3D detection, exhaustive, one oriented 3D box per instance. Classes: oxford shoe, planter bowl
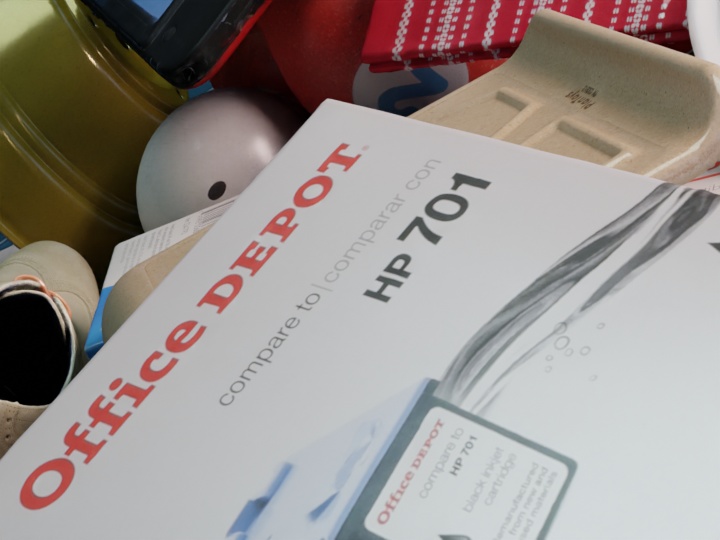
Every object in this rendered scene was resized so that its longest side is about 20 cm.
[{"bbox_3d":[-0.133,0.032,0.780,0.074,0.070,0.201,-61,13,26],"label":"oxford shoe"},{"bbox_3d":[-0.143,-0.090,0.939,0.083,0.201,0.201,-36,15,14],"label":"planter bowl"}]

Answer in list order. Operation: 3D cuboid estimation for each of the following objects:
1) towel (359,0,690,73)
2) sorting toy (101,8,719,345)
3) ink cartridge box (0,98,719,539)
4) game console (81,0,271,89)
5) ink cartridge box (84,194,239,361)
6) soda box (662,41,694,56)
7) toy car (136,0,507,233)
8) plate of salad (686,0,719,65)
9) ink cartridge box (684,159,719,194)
[{"bbox_3d":[0.091,-0.145,0.723,0.198,0.022,0.146,0,70,39],"label":"towel"},{"bbox_3d":[0.010,-0.008,0.609,0.199,0.037,0.185,-33,18,-4],"label":"sorting toy"},{"bbox_3d":[0.034,0.058,0.388,0.199,0.086,0.147,19,58,39],"label":"ink cartridge box"},{"bbox_3d":[-0.084,-0.193,0.771,0.173,0.118,0.200,-52,30,3],"label":"game console"},{"bbox_3d":[0.000,0.000,0.745,0.198,0.068,0.116,-22,19,7],"label":"ink cartridge box"},{"bbox_3d":[0.114,-0.142,0.887,0.198,0.068,0.064,11,62,32],"label":"soda box"},{"bbox_3d":[-0.033,-0.056,0.861,0.176,0.184,0.201,9,66,57],"label":"toy car"},{"bbox_3d":[0.200,-0.091,0.586,0.198,0.048,0.202,-12,51,16],"label":"plate of salad"},{"bbox_3d":[0.085,0.023,0.572,0.115,0.068,0.200,-16,20,24],"label":"ink cartridge box"}]
